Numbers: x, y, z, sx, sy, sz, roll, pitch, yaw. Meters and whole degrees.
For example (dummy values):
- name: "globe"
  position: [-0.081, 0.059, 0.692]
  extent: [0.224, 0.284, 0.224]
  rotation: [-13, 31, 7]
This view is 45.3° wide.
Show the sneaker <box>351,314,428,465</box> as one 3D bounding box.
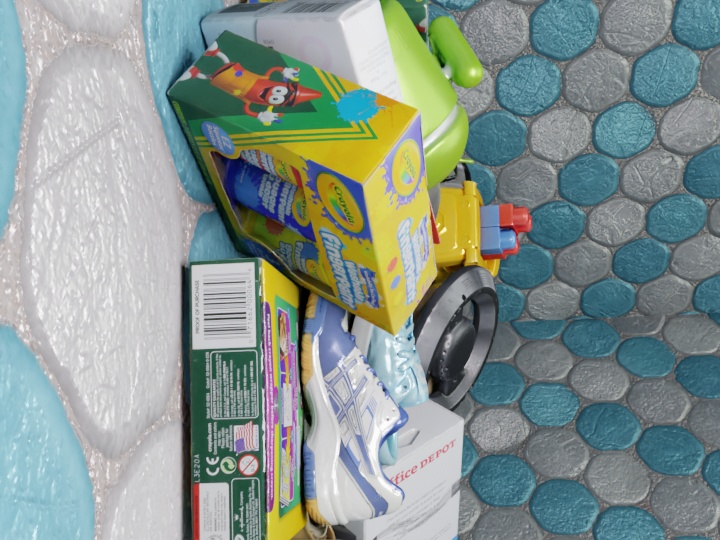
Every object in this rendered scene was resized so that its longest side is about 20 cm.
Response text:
- name: "sneaker"
  position: [0.033, 0.084, 0.793]
  extent: [0.074, 0.081, 0.201]
  rotation: [-15, 121, -69]

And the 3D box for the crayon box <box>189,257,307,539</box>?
- name: "crayon box"
  position: [-0.081, 0.103, 0.658]
  extent: [0.173, 0.058, 0.202]
  rotation: [65, 23, -81]

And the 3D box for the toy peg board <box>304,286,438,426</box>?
- name: "toy peg board"
  position: [0.010, 0.141, 1.001]
  extent: [0.199, 0.097, 0.201]
  rotation: [-42, 136, -46]

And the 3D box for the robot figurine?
- name: "robot figurine"
  position: [0.016, -0.148, 0.740]
  extent: [0.200, 0.175, 0.116]
  rotation: [53, 14, -23]

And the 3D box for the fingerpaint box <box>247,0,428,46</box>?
- name: "fingerpaint box"
  position: [-0.017, -0.293, 0.849]
  extent: [0.074, 0.166, 0.201]
  rotation: [81, 10, -54]

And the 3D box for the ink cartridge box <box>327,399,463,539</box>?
- name: "ink cartridge box"
  position: [0.029, 0.247, 0.897]
  extent: [0.145, 0.083, 0.201]
  rotation: [-23, 124, -38]

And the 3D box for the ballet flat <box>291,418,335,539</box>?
- name: "ballet flat"
  position: [-0.058, 0.185, 0.806]
  extent: [0.069, 0.063, 0.201]
  rotation: [-76, 162, -59]

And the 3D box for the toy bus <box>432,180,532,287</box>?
- name: "toy bus"
  position: [0.119, -0.037, 1.078]
  extent: [0.200, 0.191, 0.137]
  rotation: [43, 44, -70]

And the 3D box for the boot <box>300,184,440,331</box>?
- name: "boot"
  position: [0.002, 0.002, 0.858]
  extent: [0.182, 0.072, 0.200]
  rotation: [-63, 174, 36]

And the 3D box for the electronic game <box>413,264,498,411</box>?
- name: "electronic game"
  position: [0.102, 0.089, 0.995]
  extent: [0.200, 0.041, 0.201]
  rotation: [-37, 140, -40]

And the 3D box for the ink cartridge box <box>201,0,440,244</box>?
- name: "ink cartridge box"
  position: [-0.031, -0.107, 0.672]
  extent: [0.057, 0.162, 0.201]
  rotation: [-35, 123, -36]

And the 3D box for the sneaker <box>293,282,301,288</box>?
- name: "sneaker"
  position: [-0.059, -0.062, 0.837]
  extent: [0.080, 0.078, 0.201]
  rotation: [-92, 177, -59]

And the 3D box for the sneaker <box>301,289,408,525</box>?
- name: "sneaker"
  position: [-0.005, 0.107, 0.724]
  extent: [0.075, 0.087, 0.201]
  rotation: [79, 7, -79]

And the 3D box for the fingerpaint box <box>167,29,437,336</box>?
- name: "fingerpaint box"
  position: [-0.034, -0.057, 0.644]
  extent: [0.073, 0.166, 0.200]
  rotation: [-53, 156, -22]

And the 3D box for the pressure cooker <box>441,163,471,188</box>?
- name: "pressure cooker"
  position: [0.059, -0.121, 1.390]
  extent: [0.176, 0.199, 0.180]
  rotation: [1, -96, 65]
